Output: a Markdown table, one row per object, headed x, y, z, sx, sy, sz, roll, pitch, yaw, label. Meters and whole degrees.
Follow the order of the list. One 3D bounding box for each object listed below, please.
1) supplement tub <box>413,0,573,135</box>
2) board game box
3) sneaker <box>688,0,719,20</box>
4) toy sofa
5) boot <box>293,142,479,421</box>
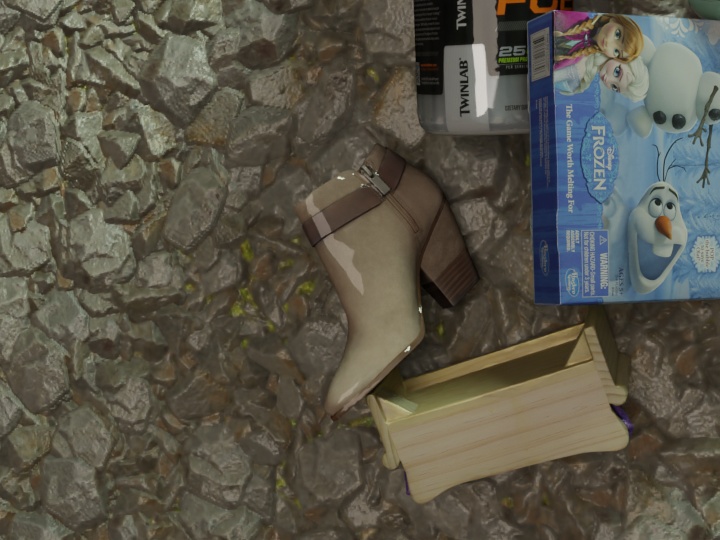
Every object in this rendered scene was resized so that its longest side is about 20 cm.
| x | y | z | sx | sy | sz | roll | pitch | yaw | label |
| --- | --- | --- | --- | --- | --- | --- | --- | --- | --- |
| 0.100 | -0.207 | 0.824 | 0.121 | 0.122 | 0.202 | 1 | 103 | 20 | supplement tub |
| 0.218 | -0.078 | 0.784 | 0.197 | 0.043 | 0.202 | -2 | 91 | -20 | board game box |
| 0.286 | -0.283 | 0.774 | 0.073 | 0.118 | 0.202 | 20 | 96 | 20 | sneaker |
| 0.113 | 0.104 | 0.861 | 0.199 | 0.083 | 0.098 | -20 | 97 | 19 | toy sofa |
| 0.000 | 0.000 | 0.871 | 0.146 | 0.070 | 0.200 | 48 | 63 | -5 | boot |
